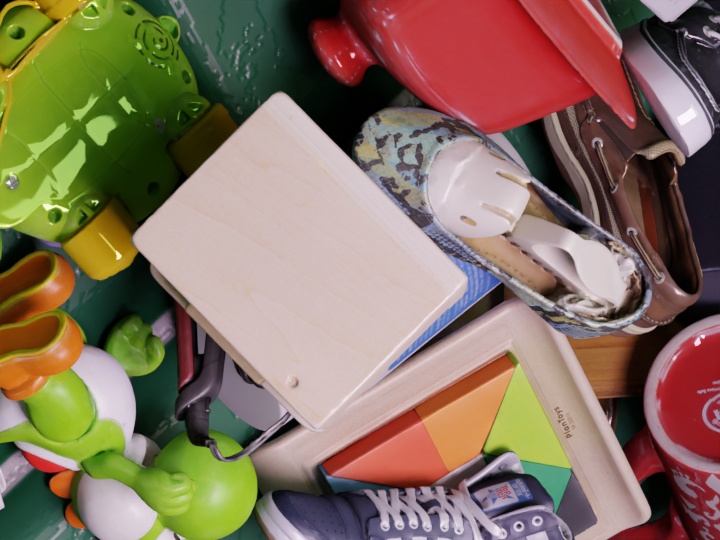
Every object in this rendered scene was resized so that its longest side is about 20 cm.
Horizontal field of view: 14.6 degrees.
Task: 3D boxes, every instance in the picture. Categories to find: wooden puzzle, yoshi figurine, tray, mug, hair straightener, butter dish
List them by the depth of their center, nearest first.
[{"bbox_3d":[-0.066,0.010,1.492,0.041,0.076,0.201,68,17,-58],"label":"hair straightener"},{"bbox_3d":[-0.122,0.082,1.510,0.113,0.112,0.200,-50,130,-26],"label":"yoshi figurine"},{"bbox_3d":[0.037,-0.156,1.548,0.148,0.201,0.199,-34,138,13],"label":"butter dish"},{"bbox_3d":[0.056,0.131,1.653,0.199,0.037,0.185,-28,122,1],"label":"wooden puzzle"},{"bbox_3d":[0.232,0.132,1.738,0.177,0.133,0.200,-41,148,-6],"label":"mug"},{"bbox_3d":[0.166,0.028,1.743,0.199,0.037,0.099,0,90,-46],"label":"tray"}]

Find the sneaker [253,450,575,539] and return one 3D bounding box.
[{"bbox_3d":[0.037,0.143,1.593,0.200,0.070,0.109,30,108,-37],"label":"sneaker"}]

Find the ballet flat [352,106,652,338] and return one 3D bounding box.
[{"bbox_3d":[0.085,-0.028,1.528,0.200,0.074,0.075,32,81,-29],"label":"ballet flat"}]

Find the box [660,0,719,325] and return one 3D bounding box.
[{"bbox_3d":[0.291,-0.043,1.768,0.200,0.123,0.199,34,64,-39],"label":"box"}]

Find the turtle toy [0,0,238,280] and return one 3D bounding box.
[{"bbox_3d":[-0.166,-0.063,1.436,0.200,0.101,0.146,-44,102,-18],"label":"turtle toy"}]

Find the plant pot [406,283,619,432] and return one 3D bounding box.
[{"bbox_3d":[0.092,0.093,1.735,0.199,0.027,0.201,-12,110,-37],"label":"plant pot"}]

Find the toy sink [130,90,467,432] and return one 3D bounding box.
[{"bbox_3d":[-0.030,0.002,1.417,0.112,0.200,0.130,-45,88,-1],"label":"toy sink"}]

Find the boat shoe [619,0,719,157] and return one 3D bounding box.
[{"bbox_3d":[0.192,-0.119,1.603,0.068,0.200,0.072,-31,97,10],"label":"boat shoe"}]

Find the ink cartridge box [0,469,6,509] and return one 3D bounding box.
[{"bbox_3d":[-0.294,0.093,1.381,0.199,0.083,0.147,-30,119,-26],"label":"ink cartridge box"}]

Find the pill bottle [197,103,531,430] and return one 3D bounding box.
[{"bbox_3d":[0.000,0.000,1.581,0.200,0.112,0.113,-38,122,-27],"label":"pill bottle"}]

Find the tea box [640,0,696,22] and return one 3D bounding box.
[{"bbox_3d":[0.131,-0.280,1.534,0.133,0.200,0.197,-40,130,16],"label":"tea box"}]

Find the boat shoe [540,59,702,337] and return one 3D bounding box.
[{"bbox_3d":[0.163,-0.066,1.675,0.074,0.075,0.203,-6,79,-44],"label":"boat shoe"}]
